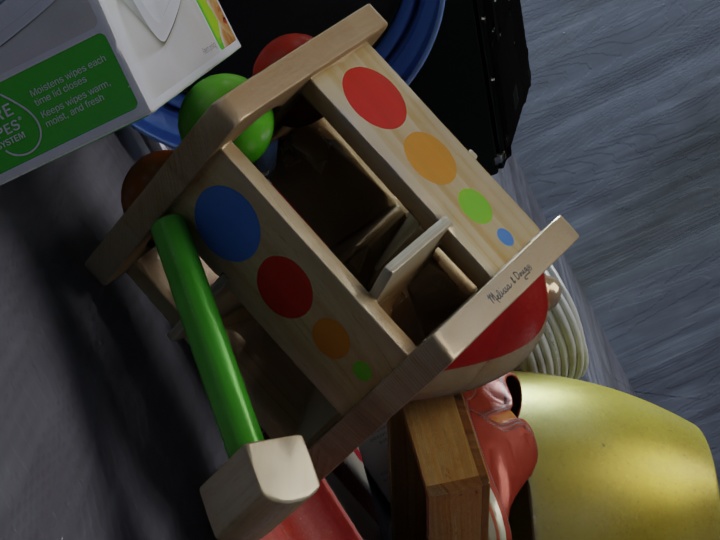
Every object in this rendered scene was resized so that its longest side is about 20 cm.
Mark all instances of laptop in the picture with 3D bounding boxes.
[{"bbox_3d":[0.035,-0.150,1.131,0.201,0.102,0.179,-68,152,-56],"label":"laptop"}]

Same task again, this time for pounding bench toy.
[{"bbox_3d":[-0.037,0.001,0.762,0.156,0.124,0.200,47,40,2],"label":"pounding bench toy"}]

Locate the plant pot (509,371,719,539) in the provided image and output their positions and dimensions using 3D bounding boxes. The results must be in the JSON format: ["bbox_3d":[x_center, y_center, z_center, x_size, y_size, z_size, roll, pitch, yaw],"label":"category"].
[{"bbox_3d":[0.172,0.165,1.280,0.200,0.140,0.202,175,-90,-86],"label":"plant pot"}]

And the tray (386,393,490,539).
[{"bbox_3d":[0.043,0.136,1.002,0.201,0.037,0.099,86,-10,-50],"label":"tray"}]

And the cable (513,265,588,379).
[{"bbox_3d":[0.085,0.017,1.378,0.200,0.069,0.201,40,-23,33],"label":"cable"}]

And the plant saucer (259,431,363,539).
[{"bbox_3d":[-0.009,0.192,0.791,0.201,0.036,0.200,60,14,-21],"label":"plant saucer"}]

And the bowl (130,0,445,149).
[{"bbox_3d":[-0.057,-0.151,0.921,0.201,0.199,0.040,58,14,-31],"label":"bowl"}]

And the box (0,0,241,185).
[{"bbox_3d":[-0.145,-0.141,0.768,0.200,0.096,0.178,-64,130,-75],"label":"box"}]

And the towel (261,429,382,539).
[{"bbox_3d":[-0.020,0.117,0.982,0.144,0.023,0.201,54,16,-53],"label":"towel"}]

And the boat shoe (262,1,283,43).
[{"bbox_3d":[-0.053,-0.160,0.985,0.068,0.197,0.074,-117,-152,-67],"label":"boat shoe"}]

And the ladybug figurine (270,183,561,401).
[{"bbox_3d":[0.009,0.000,0.929,0.072,0.198,0.137,105,-20,-46],"label":"ladybug figurine"}]

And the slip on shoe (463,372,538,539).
[{"bbox_3d":[0.080,0.114,1.123,0.200,0.061,0.075,-88,174,-68],"label":"slip on shoe"}]

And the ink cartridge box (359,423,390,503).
[{"bbox_3d":[0.029,0.092,1.216,0.177,0.044,0.200,59,12,-23],"label":"ink cartridge box"}]
